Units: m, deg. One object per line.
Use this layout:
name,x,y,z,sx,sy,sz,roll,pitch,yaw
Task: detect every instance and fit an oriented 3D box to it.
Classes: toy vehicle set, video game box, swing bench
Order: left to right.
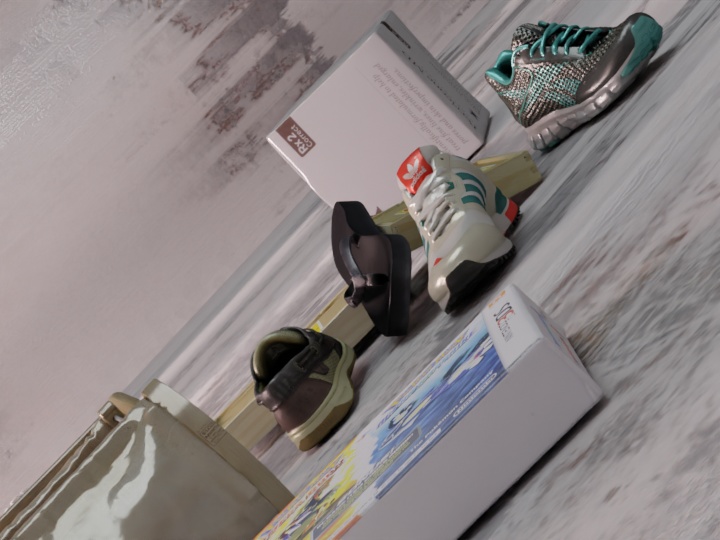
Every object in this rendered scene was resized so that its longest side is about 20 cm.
swing bench,-0.172,0.186,1.424,0.199,0.130,0.200,-47,6,-16
toy vehicle set,-0.044,0.072,1.743,0.200,0.027,0.124,-45,5,1
video game box,0.025,0.099,1.033,0.200,0.047,0.182,-45,3,4
toy vehicle set,0.068,-0.054,1.719,0.124,0.027,0.200,-29,4,-5

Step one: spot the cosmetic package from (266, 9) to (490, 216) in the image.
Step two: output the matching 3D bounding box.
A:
cosmetic package,0.023,-0.153,2.252,0.165,0.165,0.200,-44,7,13

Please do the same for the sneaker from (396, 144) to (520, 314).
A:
sneaker,0.058,-0.037,1.514,0.070,0.093,0.200,-44,6,17

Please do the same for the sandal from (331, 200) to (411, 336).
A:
sandal,0.000,0.001,1.615,0.043,0.076,0.200,-3,14,-15

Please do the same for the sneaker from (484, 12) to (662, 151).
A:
sneaker,0.161,-0.163,1.680,0.078,0.091,0.200,-50,7,-30

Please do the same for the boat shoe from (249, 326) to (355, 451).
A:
boat shoe,-0.048,0.071,1.571,0.072,0.066,0.201,-41,14,6

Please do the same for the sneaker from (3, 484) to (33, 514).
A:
sneaker,-0.403,0.323,2.450,0.200,0.075,0.087,-48,1,-30
